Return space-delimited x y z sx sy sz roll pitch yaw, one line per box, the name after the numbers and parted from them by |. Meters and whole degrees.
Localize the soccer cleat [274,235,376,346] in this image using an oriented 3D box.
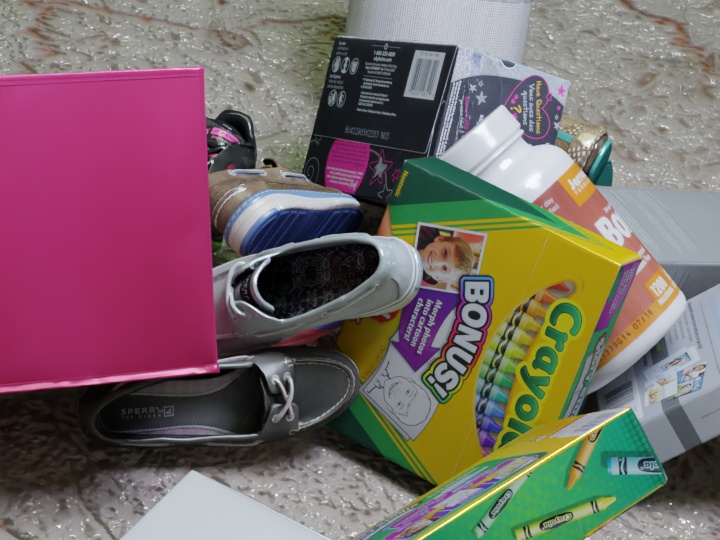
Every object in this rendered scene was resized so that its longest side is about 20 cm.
0.000 0.000 1.721 0.199 0.077 0.067 -22 34 -16 | soccer cleat

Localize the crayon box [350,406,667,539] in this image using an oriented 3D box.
0.082 0.161 1.466 0.199 0.119 0.059 -29 94 -26 | crayon box

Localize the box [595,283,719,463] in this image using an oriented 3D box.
0.266 0.060 1.679 0.199 0.041 0.156 -29 19 13 | box

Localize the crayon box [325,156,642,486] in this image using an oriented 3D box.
0.078 0.047 1.605 0.172 0.201 0.058 27 16 21 | crayon box

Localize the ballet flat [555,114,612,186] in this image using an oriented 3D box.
0.169 -0.083 1.875 0.065 0.200 0.071 30 77 12 | ballet flat

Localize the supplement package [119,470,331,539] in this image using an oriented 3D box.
-0.108 0.230 1.338 0.117 0.118 0.200 24 34 17 | supplement package

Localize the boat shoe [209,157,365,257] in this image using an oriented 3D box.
-0.059 -0.051 1.766 0.072 0.072 0.200 45 11 17 | boat shoe

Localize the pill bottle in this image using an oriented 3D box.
0.135 -0.017 1.674 0.200 0.112 0.112 50 37 -2 | pill bottle

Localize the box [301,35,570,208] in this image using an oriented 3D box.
0.058 -0.109 1.821 0.114 0.133 0.200 15 0 -30 | box

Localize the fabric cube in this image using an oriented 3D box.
-0.214 -0.028 1.542 0.195 0.201 0.200 -6 4 -20 | fabric cube

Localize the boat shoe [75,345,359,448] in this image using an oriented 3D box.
-0.095 0.093 1.579 0.198 0.068 0.057 -6 9 -8 | boat shoe

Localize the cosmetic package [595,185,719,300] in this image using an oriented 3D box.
0.262 -0.004 1.836 0.199 0.091 0.107 6 33 -37 | cosmetic package

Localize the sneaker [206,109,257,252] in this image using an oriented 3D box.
-0.127 -0.074 1.813 0.076 0.084 0.200 13 24 3 | sneaker

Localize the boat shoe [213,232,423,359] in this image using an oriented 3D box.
-0.058 0.011 1.588 0.199 0.071 0.071 -14 -18 23 | boat shoe

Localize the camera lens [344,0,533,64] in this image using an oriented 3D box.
0.068 -0.223 2.001 0.158 0.202 0.160 9 12 -2 | camera lens

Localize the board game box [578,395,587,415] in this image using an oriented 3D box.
0.093 0.034 1.789 0.150 0.037 0.201 10 34 -6 | board game box
